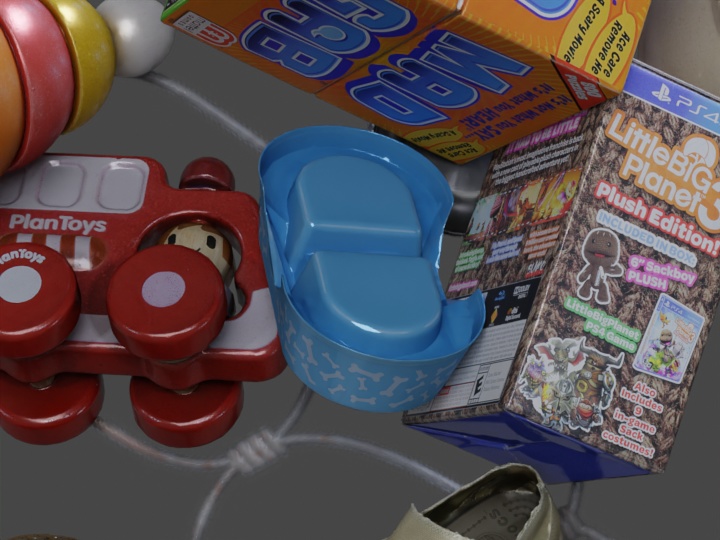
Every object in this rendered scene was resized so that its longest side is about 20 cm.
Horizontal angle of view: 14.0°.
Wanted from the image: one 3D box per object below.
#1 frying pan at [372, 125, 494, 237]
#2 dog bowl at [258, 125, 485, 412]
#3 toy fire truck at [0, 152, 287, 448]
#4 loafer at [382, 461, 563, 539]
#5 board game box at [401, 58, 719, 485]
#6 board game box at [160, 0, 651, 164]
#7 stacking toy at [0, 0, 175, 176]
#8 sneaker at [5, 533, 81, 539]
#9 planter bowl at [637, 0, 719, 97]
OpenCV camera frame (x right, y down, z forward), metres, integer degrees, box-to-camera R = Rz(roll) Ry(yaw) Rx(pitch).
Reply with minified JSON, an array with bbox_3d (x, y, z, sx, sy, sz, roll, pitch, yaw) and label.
[{"bbox_3d":[0.030,-0.059,1.695,0.189,0.031,0.115,-27,74,-6],"label":"frying pan"},{"bbox_3d":[0.000,0.000,1.598,0.111,0.050,0.201,4,39,-15],"label":"dog bowl"},{"bbox_3d":[-0.134,0.001,1.657,0.199,0.112,0.169,1,54,7],"label":"toy fire truck"},{"bbox_3d":[0.034,0.165,1.572,0.075,0.069,0.200,25,45,30],"label":"loafer"},{"bbox_3d":[0.121,0.004,1.590,0.096,0.159,0.201,23,78,-16],"label":"board game box"},{"bbox_3d":[0.041,-0.203,1.583,0.199,0.200,0.201,24,73,-17],"label":"board game box"},{"bbox_3d":[-0.188,-0.114,1.673,0.199,0.146,0.147,-17,72,-34],"label":"stacking toy"},{"bbox_3d":[-0.105,0.207,1.621,0.199,0.067,0.090,10,94,0],"label":"sneaker"},{"bbox_3d":[0.256,-0.139,1.641,0.199,0.135,0.201,-1,75,4],"label":"planter bowl"}]
